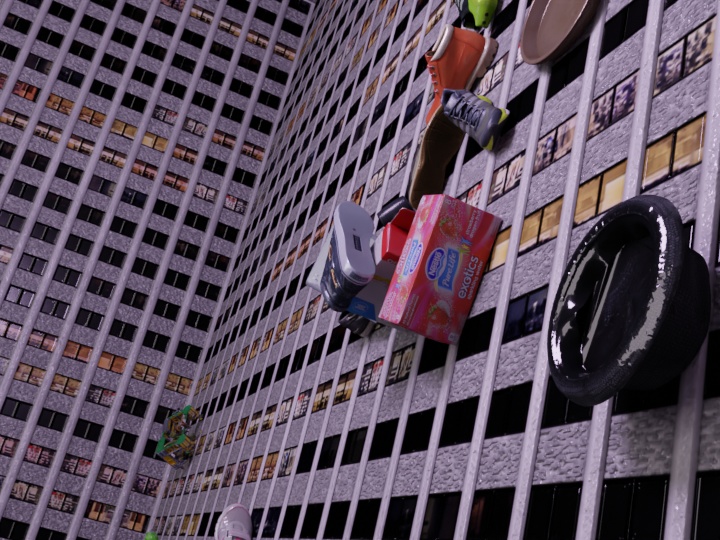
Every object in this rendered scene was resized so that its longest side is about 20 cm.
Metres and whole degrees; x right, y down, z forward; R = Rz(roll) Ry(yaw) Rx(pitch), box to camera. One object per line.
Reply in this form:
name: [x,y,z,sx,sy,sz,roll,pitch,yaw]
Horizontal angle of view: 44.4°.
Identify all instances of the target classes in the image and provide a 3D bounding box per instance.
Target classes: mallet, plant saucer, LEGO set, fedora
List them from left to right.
LEGO set: [-0.567,0.547,2.851,0.154,0.116,0.200,-34,31,12]
mallet: [0.092,-0.078,1.572,0.066,0.041,0.200,-40,30,-2]
plant saucer: [0.300,-0.391,1.290,0.200,0.029,0.200,-58,19,33]
fedora: [0.255,0.036,0.804,0.201,0.092,0.201,-57,20,35]

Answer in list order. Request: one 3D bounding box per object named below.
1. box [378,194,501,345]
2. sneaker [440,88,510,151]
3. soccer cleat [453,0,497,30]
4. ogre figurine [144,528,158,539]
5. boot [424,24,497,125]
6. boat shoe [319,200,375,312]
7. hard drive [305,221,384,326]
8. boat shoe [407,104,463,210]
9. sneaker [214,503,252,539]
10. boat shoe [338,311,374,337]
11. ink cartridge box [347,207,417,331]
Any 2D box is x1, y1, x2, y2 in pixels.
box: [0.115,-0.002,1.287,0.200,0.100,0.095,-69,16,-3]
sneaker: [0.177,-0.247,1.414,0.074,0.081,0.200,-65,17,14]
soccer cleat: [0.206,-0.501,1.669,0.200,0.067,0.081,-115,36,-67]
ogre figurine: [-0.620,0.856,2.609,0.200,0.098,0.120,-88,11,-76]
boot: [0.150,-0.342,1.578,0.075,0.107,0.200,-100,33,-57]
boat shoe: [-0.028,-0.026,1.403,0.091,0.071,0.200,-53,23,32]
hard drive: [0.000,0.000,1.593,0.200,0.033,0.140,27,92,42]
boat shoe: [0.123,-0.202,1.548,0.200,0.073,0.065,-69,21,1]
sneaker: [-0.257,0.580,1.825,0.088,0.081,0.200,135,143,-52]
boat shoe: [0.021,0.023,1.616,0.200,0.063,0.073,-65,14,9]
ink cartridge box: [0.067,0.002,1.403,0.200,0.116,0.067,126,159,-44]
